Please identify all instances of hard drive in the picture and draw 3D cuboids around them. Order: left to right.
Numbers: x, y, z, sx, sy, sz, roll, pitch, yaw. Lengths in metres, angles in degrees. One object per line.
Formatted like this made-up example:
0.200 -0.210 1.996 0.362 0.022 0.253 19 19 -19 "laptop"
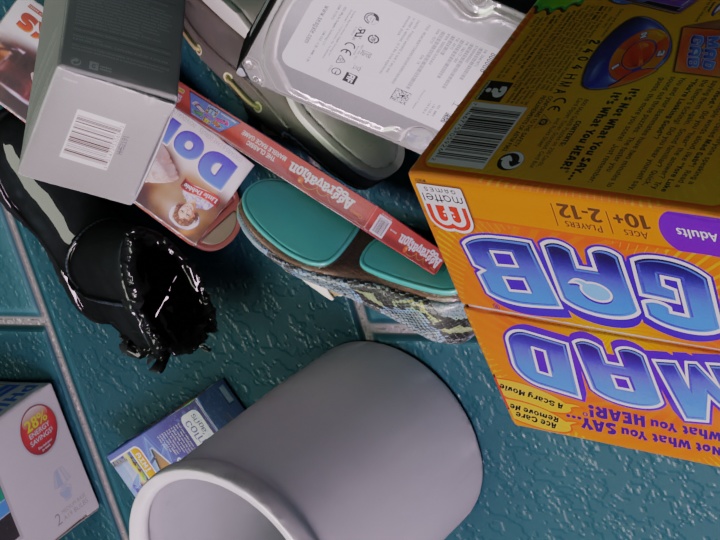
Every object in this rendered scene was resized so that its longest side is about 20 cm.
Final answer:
0.040 -0.135 1.529 0.199 0.038 0.140 22 136 -12 "hard drive"

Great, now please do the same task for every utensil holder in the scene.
-0.032 0.164 1.730 0.170 0.200 0.170 21 127 30 "utensil holder"

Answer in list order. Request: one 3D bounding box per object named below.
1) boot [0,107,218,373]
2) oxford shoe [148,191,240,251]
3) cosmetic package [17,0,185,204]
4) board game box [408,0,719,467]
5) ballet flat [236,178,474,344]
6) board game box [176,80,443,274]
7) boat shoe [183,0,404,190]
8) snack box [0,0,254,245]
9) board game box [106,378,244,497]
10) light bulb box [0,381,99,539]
-0.186 -0.025 1.795 0.162 0.073 0.199 21 141 61 "boot"
-0.159 -0.097 1.787 0.200 0.071 0.074 51 168 -5 "oxford shoe"
-0.165 -0.155 1.641 0.090 0.200 0.107 16 137 -12 "cosmetic package"
0.184 -0.035 1.384 0.199 0.200 0.200 10 139 36 "board game box"
0.000 0.000 1.700 0.200 0.074 0.074 25 130 31 "ballet flat"
-0.040 -0.064 1.651 0.200 0.103 0.019 33 90 34 "board game box"
-0.049 -0.127 1.656 0.202 0.072 0.060 49 136 14 "boat shoe"
-0.174 -0.104 1.732 0.200 0.072 0.024 37 175 -8 "snack box"
-0.095 0.194 1.922 0.135 0.034 0.200 -32 93 46 "board game box"
-0.358 0.186 2.024 0.200 0.198 0.125 0 118 42 "light bulb box"
